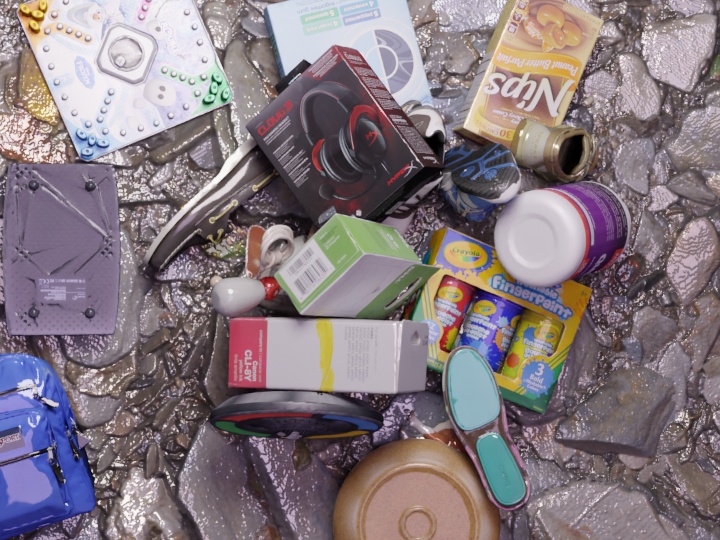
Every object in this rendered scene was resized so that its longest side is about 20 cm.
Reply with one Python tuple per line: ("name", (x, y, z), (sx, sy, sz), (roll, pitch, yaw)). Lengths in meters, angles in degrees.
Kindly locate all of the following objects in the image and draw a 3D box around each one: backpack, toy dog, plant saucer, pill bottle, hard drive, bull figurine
("backpack", (-0.387, 0.191, 1.529), (0.162, 0.168, 0.201), (-16, 88, -17))
("toy dog", (-0.102, -0.009, 1.596), (0.096, 0.200, 0.132), (37, 106, 31))
("plant saucer", (0.067, 0.298, 1.605), (0.200, 0.035, 0.201), (0, 83, 0))
("pill bottle", (0.249, -0.047, 1.629), (0.112, 0.200, 0.113), (6, 101, 33))
("hard drive", (-0.348, -0.024, 1.600), (0.134, 0.042, 0.201), (0, 89, -10))
("bull figurine", (0.096, 0.239, 1.664), (0.121, 0.065, 0.200), (23, 79, -2))

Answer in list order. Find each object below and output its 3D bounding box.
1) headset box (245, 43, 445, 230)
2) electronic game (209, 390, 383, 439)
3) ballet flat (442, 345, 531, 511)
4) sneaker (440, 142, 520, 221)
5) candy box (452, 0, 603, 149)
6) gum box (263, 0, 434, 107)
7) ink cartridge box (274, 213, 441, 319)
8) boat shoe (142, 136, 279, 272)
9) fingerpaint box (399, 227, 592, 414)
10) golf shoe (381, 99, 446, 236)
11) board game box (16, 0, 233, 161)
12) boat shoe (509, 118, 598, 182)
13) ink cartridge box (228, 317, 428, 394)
("headset box", (-0.024, -0.150, 1.569), (0.149, 0.075, 0.200), (-39, 78, 20))
("electronic game", (-0.073, 0.172, 1.567), (0.199, 0.200, 0.042), (4, 75, -10))
("ballet flat", (0.146, 0.188, 1.610), (0.069, 0.071, 0.200), (-22, 81, -1))
("sneaker", (0.146, -0.101, 1.615), (0.076, 0.200, 0.077), (-37, 107, -6))
("candy box", (0.208, -0.241, 1.696), (0.115, 0.055, 0.200), (24, 85, -10))
("gum box", (-0.010, -0.241, 1.663), (0.169, 0.045, 0.201), (-16, 91, -10))
("ink cartridge box", (0.000, 0.000, 1.557), (0.104, 0.200, 0.059), (-43, 68, 19))
("boat shoe", (-0.173, -0.069, 1.617), (0.061, 0.072, 0.201), (42, 80, -3))
("fingerpaint box", (0.158, 0.062, 1.673), (0.200, 0.073, 0.167), (23, 85, -9))
("golf shoe", (0.049, -0.099, 1.624), (0.078, 0.095, 0.200), (9, 111, -20))
("board game box", (-0.278, -0.258, 1.625), (0.200, 0.026, 0.200), (-24, 93, -10))
("boat shoe", (0.247, -0.140, 1.639), (0.063, 0.201, 0.073), (20, 94, 30))
("ink cartridge box", (-0.034, 0.096, 1.566), (0.199, 0.145, 0.084), (1, 87, 16))
